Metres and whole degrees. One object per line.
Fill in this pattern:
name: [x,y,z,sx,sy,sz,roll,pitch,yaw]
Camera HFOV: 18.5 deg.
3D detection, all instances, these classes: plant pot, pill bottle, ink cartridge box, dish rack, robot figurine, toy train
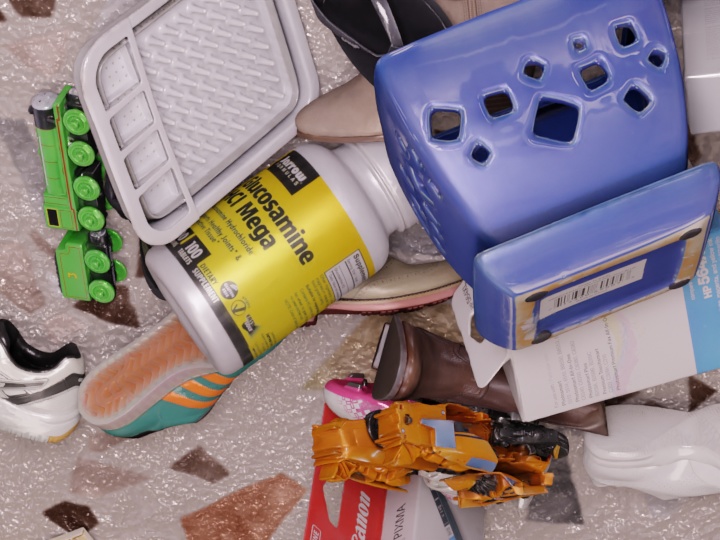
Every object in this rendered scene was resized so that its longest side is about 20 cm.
plant pot: [0.133,-0.065,1.490,0.198,0.181,0.200,-21,164,-3]
pill bottle: [-0.052,-0.022,1.649,0.199,0.112,0.113,-35,121,-9]
ink cartridge box: [0.168,0.011,1.647,0.198,0.129,0.126,-15,125,-2]
dish rack: [-0.122,-0.136,1.586,0.043,0.200,0.173,19,139,41]
robot figurine: [0.065,0.143,1.695,0.199,0.059,0.144,15,157,-40]
ink cartridge box: [0.031,0.217,1.801,0.045,0.201,0.176,-30,118,25]
toy train: [-0.222,-0.059,1.731,0.056,0.042,0.201,7,128,15]

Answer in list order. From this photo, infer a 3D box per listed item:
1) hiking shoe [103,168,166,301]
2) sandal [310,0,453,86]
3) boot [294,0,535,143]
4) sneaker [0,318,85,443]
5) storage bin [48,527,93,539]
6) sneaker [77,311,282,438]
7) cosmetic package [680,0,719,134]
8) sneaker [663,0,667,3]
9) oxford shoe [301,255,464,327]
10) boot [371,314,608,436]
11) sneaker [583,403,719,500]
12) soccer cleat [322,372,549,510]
hiking shoe: [-0.161,-0.057,1.674,0.075,0.100,0.202,25,127,31]
sandal: [-0.007,-0.193,1.548,0.200,0.043,0.076,49,122,4]
boot: [0.037,-0.175,1.595,0.198,0.070,0.147,-9,122,7]
sneaker: [-0.323,0.073,1.831,0.198,0.076,0.088,14,112,-7]
storage bin: [-0.289,0.362,2.017,0.199,0.094,0.199,-21,122,21]
sneaker: [-0.133,0.075,1.807,0.199,0.072,0.080,-28,151,13]
cosmetic package: [0.321,-0.163,1.513,0.198,0.151,0.052,-5,128,11]
sneaker: [0.214,-0.237,1.523,0.198,0.076,0.088,-16,110,12]
oxford shoe: [0.000,0.000,1.728,0.198,0.070,0.076,-6,85,-9]
boot: [0.110,0.091,1.725,0.198,0.186,0.065,18,98,-2]
sneaker: [0.283,0.159,1.818,0.198,0.076,0.089,6,140,10]
soccer cleat: [0.059,0.145,1.813,0.198,0.070,0.087,15,98,-5]
